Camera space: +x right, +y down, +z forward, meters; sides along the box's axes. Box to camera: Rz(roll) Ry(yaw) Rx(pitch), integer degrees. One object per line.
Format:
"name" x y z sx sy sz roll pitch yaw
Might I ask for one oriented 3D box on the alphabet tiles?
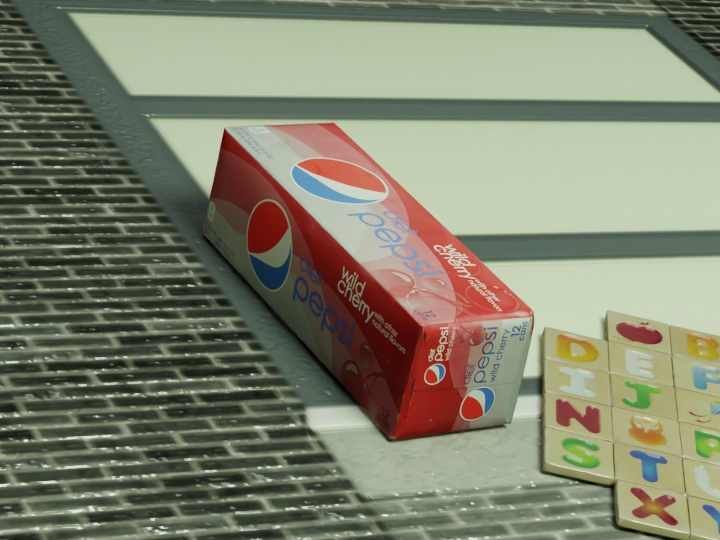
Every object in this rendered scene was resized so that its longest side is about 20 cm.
"alphabet tiles" 0.168 0.077 1.155 0.166 0.006 0.200 12 27 -2

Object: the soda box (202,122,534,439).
"soda box" 0.000 0.000 1.162 0.070 0.064 0.200 -5 32 -32
